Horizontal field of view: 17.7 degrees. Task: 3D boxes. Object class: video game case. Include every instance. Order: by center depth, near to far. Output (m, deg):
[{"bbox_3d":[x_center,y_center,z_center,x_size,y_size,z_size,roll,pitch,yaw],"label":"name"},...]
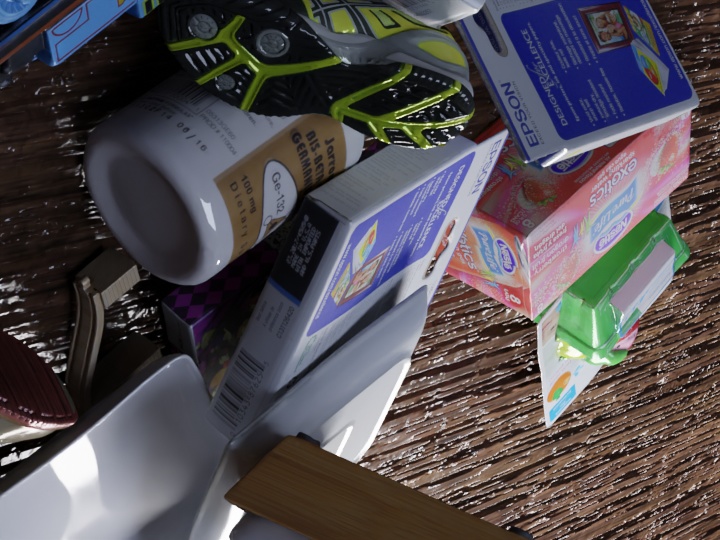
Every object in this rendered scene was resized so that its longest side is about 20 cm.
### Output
[{"bbox_3d":[-0.044,0.025,1.588,0.200,0.036,0.181,-37,151,-23],"label":"video game case"}]

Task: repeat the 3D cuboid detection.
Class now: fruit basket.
[{"bbox_3d":[0.212,0.027,1.941,0.185,0.094,0.200,-48,150,-19],"label":"fruit basket"}]

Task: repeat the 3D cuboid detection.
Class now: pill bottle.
[{"bbox_3d":[-0.063,-0.088,1.431,0.200,0.114,0.114,-38,143,-31],"label":"pill bottle"}]

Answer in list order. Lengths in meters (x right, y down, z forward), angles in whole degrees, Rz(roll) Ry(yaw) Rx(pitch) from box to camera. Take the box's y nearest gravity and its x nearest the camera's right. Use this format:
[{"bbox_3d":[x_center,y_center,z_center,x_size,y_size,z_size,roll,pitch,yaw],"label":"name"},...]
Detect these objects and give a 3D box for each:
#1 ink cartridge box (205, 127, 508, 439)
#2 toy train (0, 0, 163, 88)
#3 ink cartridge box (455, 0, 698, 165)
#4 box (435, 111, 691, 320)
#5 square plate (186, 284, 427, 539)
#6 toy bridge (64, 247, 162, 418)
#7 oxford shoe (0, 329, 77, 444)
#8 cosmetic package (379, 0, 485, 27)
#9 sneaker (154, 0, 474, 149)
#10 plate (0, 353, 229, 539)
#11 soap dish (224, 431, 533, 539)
[{"bbox_3d":[0.000,0.000,1.514,0.200,0.047,0.198,-35,155,-51],"label":"ink cartridge box"},{"bbox_3d":[-0.162,-0.173,1.254,0.200,0.087,0.114,-43,151,-25],"label":"toy train"},{"bbox_3d":[0.115,-0.172,1.547,0.200,0.198,0.047,-20,172,-44],"label":"ink cartridge box"},{"bbox_3d":[0.154,-0.070,1.768,0.200,0.103,0.095,-41,144,-29],"label":"box"},{"bbox_3d":[-0.036,0.120,1.555,0.200,0.028,0.198,-37,162,-35],"label":"square plate"},{"bbox_3d":[-0.160,0.070,1.508,0.067,0.027,0.200,-42,146,-24],"label":"toy bridge"},{"bbox_3d":[-0.246,0.078,1.377,0.075,0.070,0.200,-39,155,18],"label":"oxford shoe"},{"bbox_3d":[0.058,-0.253,1.415,0.074,0.102,0.200,29,75,-23],"label":"cosmetic package"},{"bbox_3d":[-0.029,-0.134,1.368,0.200,0.076,0.075,20,130,-19],"label":"sneaker"},{"bbox_3d":[-0.172,0.154,1.524,0.200,0.032,0.200,-38,147,-10],"label":"plate"},{"bbox_3d":[0.024,0.176,1.457,0.081,0.200,0.157,-65,167,-7],"label":"soap dish"}]
